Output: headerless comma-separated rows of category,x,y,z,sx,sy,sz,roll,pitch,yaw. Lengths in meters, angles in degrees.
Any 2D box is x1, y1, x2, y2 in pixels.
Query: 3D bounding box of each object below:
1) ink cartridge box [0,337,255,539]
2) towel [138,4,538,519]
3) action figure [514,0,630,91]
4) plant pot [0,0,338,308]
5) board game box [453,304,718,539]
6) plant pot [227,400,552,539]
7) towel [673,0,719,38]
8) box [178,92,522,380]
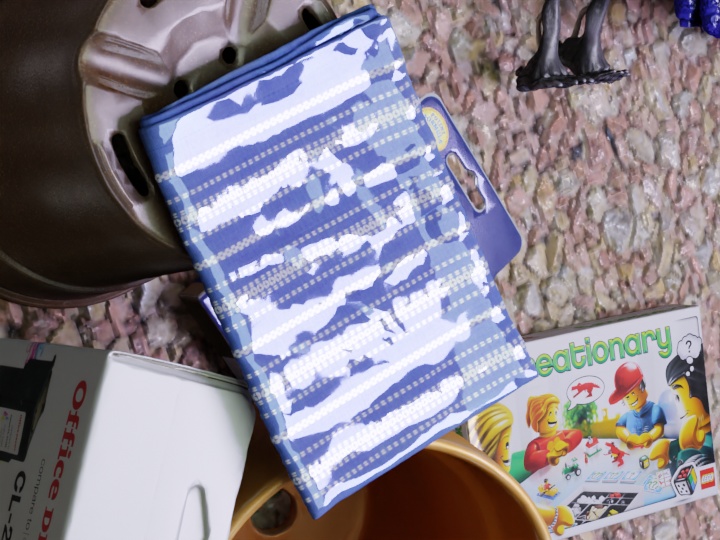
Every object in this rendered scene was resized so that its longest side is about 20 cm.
ink cartridge box,-0.147,0.111,0.956,0.082,0.199,0.147,17,81,-31
towel,-0.006,-0.007,0.907,0.144,0.024,0.201,-29,100,-29
action figure,0.132,-0.214,1.193,0.118,0.101,0.202,-10,96,-47
plant pot,-0.113,-0.081,0.979,0.199,0.198,0.203,0,89,-33
board game box,0.139,0.100,1.240,0.199,0.034,0.128,-11,96,-32
plant pot,-0.021,0.154,1.032,0.198,0.183,0.202,-5,106,-19
towel,0.224,-0.214,1.226,0.200,0.049,0.149,-15,96,-72
box,0.000,0.000,1.149,0.200,0.032,0.122,-42,112,-23
